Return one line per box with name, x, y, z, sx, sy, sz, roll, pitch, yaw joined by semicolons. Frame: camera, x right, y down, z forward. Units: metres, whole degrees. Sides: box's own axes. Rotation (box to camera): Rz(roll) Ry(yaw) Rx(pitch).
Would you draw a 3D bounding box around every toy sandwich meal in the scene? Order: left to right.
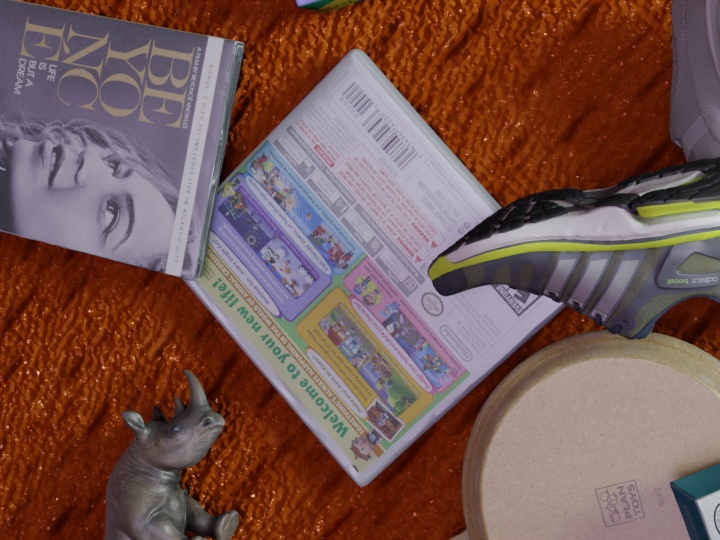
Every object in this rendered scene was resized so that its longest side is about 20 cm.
toy sandwich meal;0.149;0.131;0.781;0.203;0.070;0.207;1;93;14

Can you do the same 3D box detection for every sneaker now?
sneaker;0.123;0.000;0.731;0.199;0.074;0.082;-9;106;39
sneaker;0.211;-0.069;0.746;0.074;0.082;0.202;-14;107;-21

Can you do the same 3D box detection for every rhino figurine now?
rhino figurine;-0.128;0.162;0.869;0.087;0.060;0.202;12;96;26

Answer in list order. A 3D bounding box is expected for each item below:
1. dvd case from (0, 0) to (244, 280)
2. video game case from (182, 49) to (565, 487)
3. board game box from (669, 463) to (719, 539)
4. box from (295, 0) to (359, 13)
dvd case;-0.177;-0.088;0.868;0.198;0.016;0.150;13;95;20
video game case;0.000;0.000;0.833;0.182;0.022;0.200;-43;83;16
board game box;0.283;0.147;0.708;0.199;0.047;0.152;-22;94;-3
box;0.046;-0.233;0.783;0.198;0.048;0.118;-14;92;16
